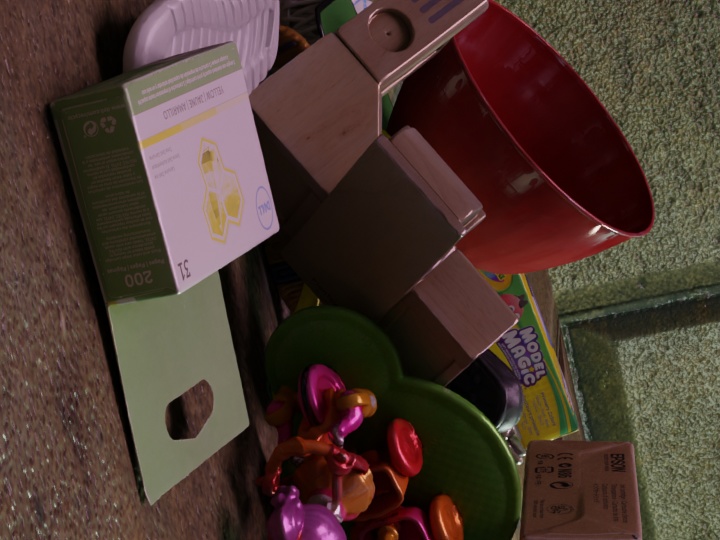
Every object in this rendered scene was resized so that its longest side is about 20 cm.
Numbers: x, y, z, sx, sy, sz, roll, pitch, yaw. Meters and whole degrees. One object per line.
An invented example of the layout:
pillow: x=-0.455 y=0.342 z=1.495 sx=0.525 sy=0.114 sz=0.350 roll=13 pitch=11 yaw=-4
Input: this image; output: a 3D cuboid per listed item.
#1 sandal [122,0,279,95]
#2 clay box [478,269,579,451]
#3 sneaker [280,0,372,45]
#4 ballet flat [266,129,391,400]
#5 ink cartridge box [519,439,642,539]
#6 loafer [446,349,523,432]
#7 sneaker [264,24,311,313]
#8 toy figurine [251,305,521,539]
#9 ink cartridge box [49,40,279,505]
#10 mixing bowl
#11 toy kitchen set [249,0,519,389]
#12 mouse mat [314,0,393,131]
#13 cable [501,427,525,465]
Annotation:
sandal: x=-0.097 y=-0.118 z=1.415 sx=0.203 sy=0.050 sz=0.083 roll=-29 pitch=123 yaw=-68
clay box: x=0.107 y=0.037 z=1.854 sx=0.115 sy=0.047 sz=0.201 roll=-101 pitch=169 yaw=-67
sneaker: x=-0.031 y=-0.148 z=1.798 sx=0.087 sy=0.075 sz=0.201 roll=22 pitch=57 yaw=-73
ballet flat: x=0.000 y=0.000 z=1.586 sx=0.067 sy=0.067 sz=0.201 roll=29 pitch=68 yaw=-28
ink cartridge box: x=0.134 y=0.210 z=1.587 sx=0.200 sy=0.075 sz=0.166 roll=-72 pitch=161 yaw=-76
loafer: x=0.059 y=0.064 z=1.795 sx=0.200 sy=0.070 sz=0.068 roll=27 pitch=-71 yaw=56
sneaker: x=-0.028 y=-0.061 z=1.684 sx=0.088 sy=0.075 sz=0.201 roll=3 pitch=77 yaw=-81
toy figurine: x=-0.008 y=0.145 z=1.442 sx=0.201 sy=0.150 sz=0.184 roll=63 pitch=24 yaw=-19
ink cartridge box: x=-0.083 y=-0.003 z=1.277 sx=0.145 sy=0.048 sz=0.201 roll=-35 pitch=113 yaw=-67
mixing bowl: x=0.088 y=-0.073 z=1.698 sx=0.200 sy=0.108 sz=0.200 roll=41 pitch=25 yaw=-23
toy kitchen set: x=0.055 y=-0.071 z=1.502 sx=0.200 sy=0.180 sz=0.163 roll=49 pitch=-29 yaw=3
mouse mat: x=0.014 y=-0.091 z=1.736 sx=0.161 sy=0.007 sz=0.201 roll=-58 pitch=129 yaw=-76
cable: x=0.047 y=0.072 z=1.930 sx=0.201 sy=0.050 sz=0.097 roll=58 pitch=-32 yaw=3
